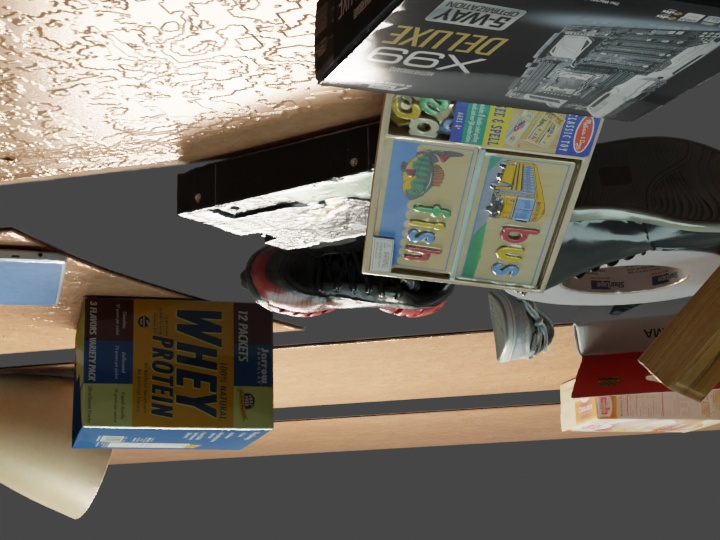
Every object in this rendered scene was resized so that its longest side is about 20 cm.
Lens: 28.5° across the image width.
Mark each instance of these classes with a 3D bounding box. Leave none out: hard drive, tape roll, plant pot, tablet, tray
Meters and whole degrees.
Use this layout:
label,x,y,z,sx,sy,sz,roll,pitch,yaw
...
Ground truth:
label,x,y,z,sx,sy,sz,roll,pitch,yaw
hard drive,-0.016,-0.059,1.027,0.198,0.038,0.139,-10,165,34
tape roll,0.211,-0.023,1.143,0.197,0.067,0.200,-2,168,0
plant pot,-0.448,0.215,1.899,0.198,0.190,0.187,20,159,-22
tablet,-0.344,0.007,1.330,0.128,0.014,0.200,2,167,-14
tray,0.304,0.011,1.085,0.200,0.037,0.098,-50,151,10

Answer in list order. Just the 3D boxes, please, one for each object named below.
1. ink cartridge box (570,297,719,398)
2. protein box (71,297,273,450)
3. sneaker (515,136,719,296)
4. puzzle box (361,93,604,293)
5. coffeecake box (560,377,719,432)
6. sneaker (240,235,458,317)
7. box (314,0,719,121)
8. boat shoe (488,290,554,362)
label,x,y,z,sx,sy,sz,roll,pitch,yaw
ink cartridge box,0.301,0.057,1.345,0.197,0.044,0.174,-6,-159,19
protein box,-0.209,0.118,1.545,0.197,0.137,0.199,2,166,-14
sneaker,0.183,-0.035,1.008,0.197,0.076,0.107,3,146,2
puzzle box,0.073,-0.054,0.905,0.131,0.026,0.201,6,146,-1
coffeecake box,0.409,0.192,2.063,0.197,0.074,0.154,2,167,-11
sneaker,0.000,0.000,1.208,0.198,0.072,0.098,2,167,-23
box,0.093,-0.130,0.709,0.197,0.050,0.157,4,166,-22
boat shoe,0.171,0.059,1.484,0.064,0.075,0.202,-9,170,7
